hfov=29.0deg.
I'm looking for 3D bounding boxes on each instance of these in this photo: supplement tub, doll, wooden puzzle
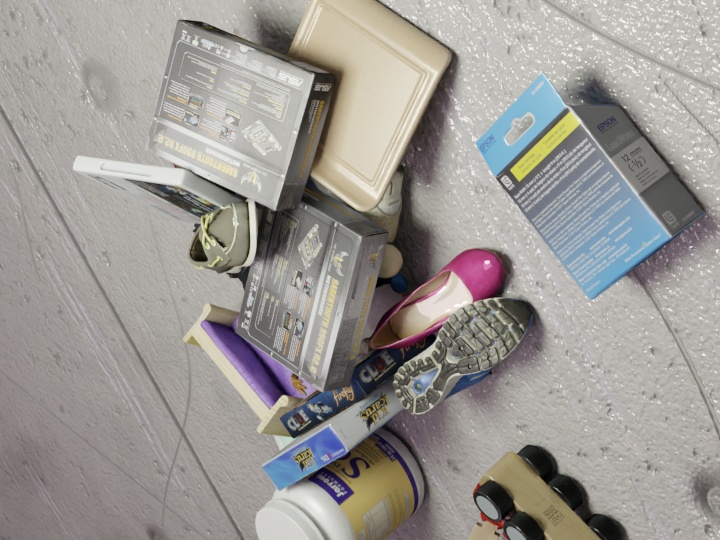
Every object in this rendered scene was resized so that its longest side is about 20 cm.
[{"bbox_3d":[-0.027,0.312,1.850,0.145,0.200,0.146,28,136,32],"label":"supplement tub"},{"bbox_3d":[0.000,0.000,1.677,0.136,0.049,0.200,29,160,-16],"label":"doll"},{"bbox_3d":[-0.009,-0.194,1.529,0.185,0.037,0.201,37,112,23],"label":"wooden puzzle"}]

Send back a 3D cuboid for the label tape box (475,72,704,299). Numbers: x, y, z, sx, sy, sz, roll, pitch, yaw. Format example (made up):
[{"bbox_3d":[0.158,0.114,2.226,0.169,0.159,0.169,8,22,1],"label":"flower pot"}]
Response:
[{"bbox_3d":[0.221,-0.090,1.376,0.200,0.066,0.143,54,144,7],"label":"label tape box"}]

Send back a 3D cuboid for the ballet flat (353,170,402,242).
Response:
[{"bbox_3d":[0.014,-0.120,1.591,0.062,0.067,0.201,-4,115,41],"label":"ballet flat"}]

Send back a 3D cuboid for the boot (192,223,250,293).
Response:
[{"bbox_3d":[-0.152,-0.018,1.802,0.169,0.076,0.200,56,175,-2],"label":"boot"}]

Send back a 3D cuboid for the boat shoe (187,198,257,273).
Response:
[{"bbox_3d":[-0.159,-0.037,1.613,0.202,0.060,0.073,140,131,-71],"label":"boat shoe"}]

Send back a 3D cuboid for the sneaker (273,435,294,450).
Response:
[{"bbox_3d":[-0.096,0.160,1.934,0.118,0.074,0.201,-44,73,39],"label":"sneaker"}]

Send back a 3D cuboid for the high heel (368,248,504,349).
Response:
[{"bbox_3d":[0.085,0.037,1.600,0.068,0.096,0.200,58,144,-3],"label":"high heel"}]

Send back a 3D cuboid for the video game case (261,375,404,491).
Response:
[{"bbox_3d":[-0.011,0.191,1.755,0.046,0.181,0.200,54,144,1],"label":"video game case"}]

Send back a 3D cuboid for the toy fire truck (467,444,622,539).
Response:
[{"bbox_3d":[0.197,0.337,1.695,0.176,0.129,0.200,44,154,15],"label":"toy fire truck"}]

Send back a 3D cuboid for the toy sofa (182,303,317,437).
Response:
[{"bbox_3d":[-0.140,0.124,1.879,0.098,0.083,0.200,-51,59,13],"label":"toy sofa"}]

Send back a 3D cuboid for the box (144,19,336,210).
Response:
[{"bbox_3d":[-0.137,-0.175,1.559,0.199,0.048,0.159,25,108,27],"label":"box"}]

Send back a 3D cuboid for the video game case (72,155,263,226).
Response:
[{"bbox_3d":[-0.218,-0.090,1.689,0.181,0.023,0.200,10,169,36],"label":"video game case"}]

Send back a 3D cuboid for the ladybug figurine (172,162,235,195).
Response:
[{"bbox_3d":[-0.197,-0.149,1.720,0.200,0.072,0.136,121,133,-86],"label":"ladybug figurine"}]

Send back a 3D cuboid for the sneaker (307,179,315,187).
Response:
[{"bbox_3d":[-0.102,-0.100,1.725,0.070,0.078,0.201,-6,112,50],"label":"sneaker"}]

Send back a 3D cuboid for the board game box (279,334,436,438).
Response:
[{"bbox_3d":[-0.005,0.138,1.748,0.035,0.135,0.200,55,143,1],"label":"board game box"}]

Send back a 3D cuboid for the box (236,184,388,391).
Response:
[{"bbox_3d":[-0.059,0.015,1.614,0.158,0.048,0.201,30,117,36],"label":"box"}]

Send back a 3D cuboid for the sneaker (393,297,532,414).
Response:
[{"bbox_3d":[0.126,0.090,1.616,0.200,0.089,0.079,-39,79,35],"label":"sneaker"}]

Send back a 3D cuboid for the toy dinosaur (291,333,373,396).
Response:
[{"bbox_3d":[-0.057,0.107,1.822,0.199,0.106,0.061,8,131,42],"label":"toy dinosaur"}]
